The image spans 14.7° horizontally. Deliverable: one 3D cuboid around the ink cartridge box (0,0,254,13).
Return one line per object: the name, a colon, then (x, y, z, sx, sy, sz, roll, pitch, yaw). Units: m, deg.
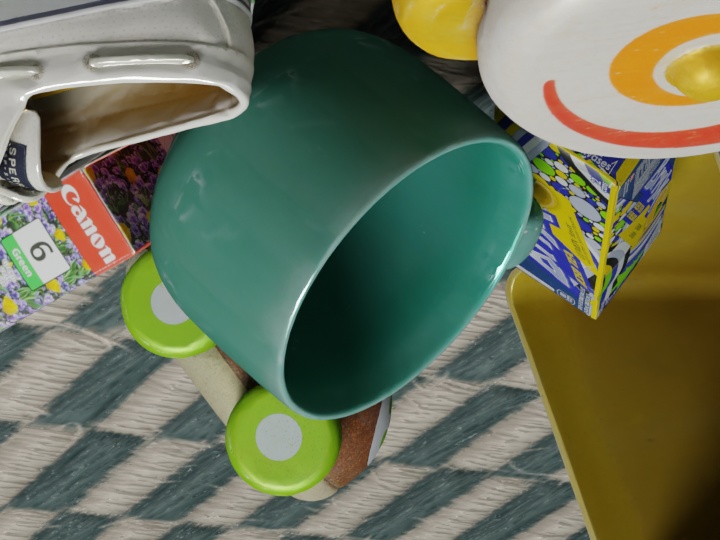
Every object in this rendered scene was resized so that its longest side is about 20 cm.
ink cartridge box: (-0.144, -0.136, 1.098, 0.200, 0.088, 0.145, -5, 154, -10)

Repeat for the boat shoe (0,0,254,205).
boat shoe: (-0.135, -0.062, 1.074, 0.200, 0.070, 0.071, -13, 153, 9)

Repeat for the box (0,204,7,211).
box: (-0.257, -0.019, 1.280, 0.200, 0.036, 0.144, -16, -169, 14)

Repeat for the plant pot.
plant pot: (0.225, 0.044, 1.479, 0.176, 0.200, 0.200, -6, 157, -34)

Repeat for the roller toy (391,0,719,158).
roller toy: (0.129, -0.132, 1.123, 0.200, 0.140, 0.182, 17, 145, -40)

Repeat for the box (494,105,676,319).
box: (0.106, -0.047, 1.324, 0.070, 0.064, 0.200, 35, 165, 12)

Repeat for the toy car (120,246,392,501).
toy car: (0.000, 0.000, 1.373, 0.200, 0.158, 0.164, -38, 179, 3)

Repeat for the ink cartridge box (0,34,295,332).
ink cartridge box: (-0.111, -0.034, 1.300, 0.200, 0.050, 0.109, -28, -173, 36)

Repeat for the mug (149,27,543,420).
mug: (-0.012, -0.023, 1.225, 0.152, 0.114, 0.185, -47, 154, -5)
